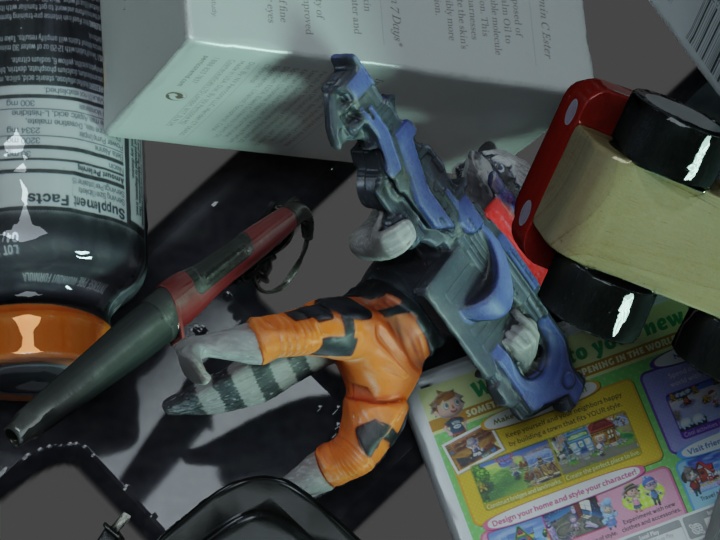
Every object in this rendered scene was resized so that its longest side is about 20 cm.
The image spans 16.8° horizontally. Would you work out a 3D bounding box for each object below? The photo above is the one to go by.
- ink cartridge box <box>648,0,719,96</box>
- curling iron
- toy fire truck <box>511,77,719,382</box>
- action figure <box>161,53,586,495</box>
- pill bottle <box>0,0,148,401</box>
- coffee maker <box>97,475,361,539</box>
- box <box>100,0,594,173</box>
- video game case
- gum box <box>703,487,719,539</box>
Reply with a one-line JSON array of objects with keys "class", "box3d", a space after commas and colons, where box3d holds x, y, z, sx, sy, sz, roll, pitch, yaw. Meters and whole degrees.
[{"class": "ink cartridge box", "box3d": [0.218, -0.101, 1.078, 0.199, 0.041, 0.200, 15, 27, -24]}, {"class": "curling iron", "box3d": [-0.083, 0.024, 1.077, 0.025, 0.050, 0.200, 31, 44, 19]}, {"class": "toy fire truck", "box3d": [0.156, -0.044, 1.069, 0.175, 0.200, 0.129, 20, 105, -16]}, {"class": "action figure", "box3d": [0.000, 0.000, 1.066, 0.193, 0.104, 0.201, -37, 116, -19]}, {"class": "pill bottle", "box3d": [-0.150, -0.044, 1.112, 0.105, 0.106, 0.202, -3, 71, 1]}, {"class": "coffee maker", "box3d": [-0.053, 0.166, 0.988, 0.191, 0.200, 0.135, 20, 72, 8]}, {"class": "box", "box3d": [-0.010, -0.138, 1.100, 0.199, 0.106, 0.153, 6, 68, -26]}, {"class": "video game case", "box3d": [0.139, 0.101, 1.099, 0.199, 0.022, 0.183, -20, 72, -4]}, {"class": "gum box", "box3d": [0.183, 0.188, 1.025, 0.113, 0.066, 0.201, 18, 81, 3]}]
